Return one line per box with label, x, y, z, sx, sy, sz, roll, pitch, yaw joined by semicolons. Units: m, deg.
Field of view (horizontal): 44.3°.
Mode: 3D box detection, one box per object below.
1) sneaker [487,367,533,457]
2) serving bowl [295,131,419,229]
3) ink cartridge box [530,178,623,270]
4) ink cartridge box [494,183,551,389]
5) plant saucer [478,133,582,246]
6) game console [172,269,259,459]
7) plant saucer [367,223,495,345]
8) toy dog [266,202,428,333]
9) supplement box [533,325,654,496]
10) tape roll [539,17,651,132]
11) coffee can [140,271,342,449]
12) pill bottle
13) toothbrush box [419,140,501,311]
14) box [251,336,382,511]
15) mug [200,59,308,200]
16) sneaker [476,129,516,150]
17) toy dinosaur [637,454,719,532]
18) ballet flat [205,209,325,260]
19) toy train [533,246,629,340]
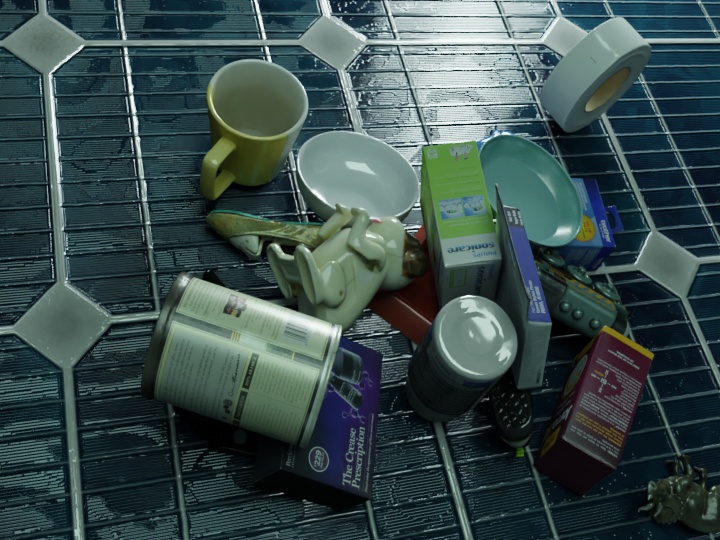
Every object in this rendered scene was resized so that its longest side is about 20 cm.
sneaker;0.209;0.166;1.263;0.070;0.083;0.204;-7;54;13
serving bowl;-0.010;-0.127;1.369;0.195;0.067;0.203;11;45;-11
ink cartridge box;0.326;-0.077;1.439;0.195;0.077;0.139;1;59;-17
ink cartridge box;0.214;0.020;1.186;0.040;0.202;0.203;-7;51;0
plant saucer;0.252;-0.116;1.356;0.196;0.036;0.204;16;53;-22
game console;-0.144;0.126;1.158;0.172;0.117;0.204;13;57;-7
plant saucer;0.136;0.033;1.342;0.198;0.037;0.200;36;57;6
toy dog;0.000;0.000;1.234;0.197;0.139;0.198;-26;96;-24
supplement box;0.330;0.197;1.251;0.084;0.111;0.202;29;56;4
tape roll;0.410;-0.339;1.544;0.200;0.204;0.071;-28;70;-28
coffee can;-0.134;0.104;1.014;0.196;0.147;0.149;18;56;-2
pill bottle;0.126;0.126;1.179;0.111;0.201;0.116;5;62;-10
toothbrush box;0.141;-0.061;1.282;0.084;0.147;0.204;-8;61;-2
box;-0.051;0.187;1.143;0.139;0.079;0.204;22;55;-25
mug;-0.178;-0.203;1.325;0.183;0.154;0.151;-20;66;-25
sneaker;0.195;-0.166;1.469;0.077;0.067;0.200;29;56;23
toy dinosaur;0.475;0.326;1.250;0.196;0.077;0.104;21;68;-8
ballet flat;-0.132;-0.044;1.300;0.195;0.071;0.072;7;57;-11
toy train;0.317;0.043;1.332;0.197;0.086;0.114;31;23;-5
